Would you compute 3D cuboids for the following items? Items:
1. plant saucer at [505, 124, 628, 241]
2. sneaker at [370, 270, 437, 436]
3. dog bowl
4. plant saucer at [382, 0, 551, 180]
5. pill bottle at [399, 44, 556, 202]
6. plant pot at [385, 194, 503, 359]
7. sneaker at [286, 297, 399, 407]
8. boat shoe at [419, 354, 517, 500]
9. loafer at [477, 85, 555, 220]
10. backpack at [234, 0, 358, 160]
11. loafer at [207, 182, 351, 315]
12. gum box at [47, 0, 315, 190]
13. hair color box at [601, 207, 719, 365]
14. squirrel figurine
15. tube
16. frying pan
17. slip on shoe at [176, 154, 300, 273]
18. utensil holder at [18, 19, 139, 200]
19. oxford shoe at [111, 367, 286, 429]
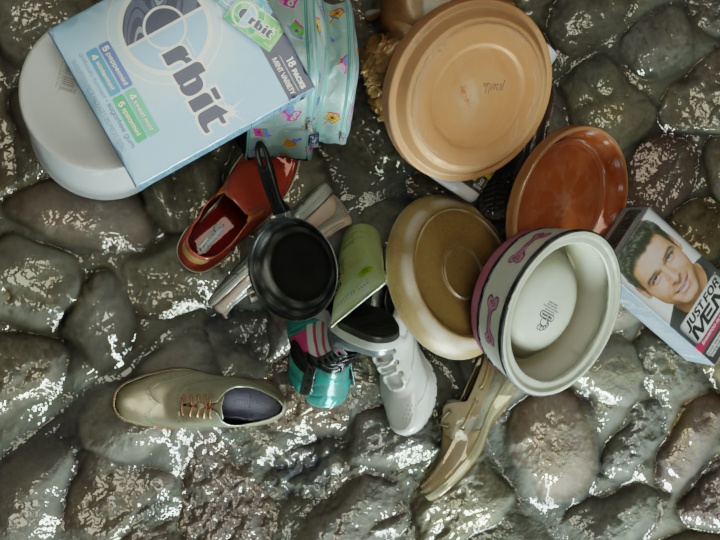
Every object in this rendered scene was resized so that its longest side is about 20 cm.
[{"bbox_3d":[0.249,-0.079,1.311,0.199,0.032,0.202,-16,117,-34],"label":"plant saucer"},{"bbox_3d":[0.038,0.094,1.262,0.074,0.087,0.201,-10,82,30],"label":"sneaker"},{"bbox_3d":[0.212,0.040,1.256,0.199,0.074,0.201,-16,117,-35],"label":"dog bowl"},{"bbox_3d":[0.120,-0.191,1.161,0.199,0.032,0.201,-11,120,-21],"label":"plant saucer"},{"bbox_3d":[0.142,-0.191,1.271,0.111,0.111,0.201,32,97,-9],"label":"pill bottle"},{"bbox_3d":[0.116,0.004,1.278,0.199,0.027,0.201,10,73,-36],"label":"plant pot"},{"bbox_3d":[-0.025,0.099,1.212,0.083,0.200,0.122,-6,104,-29],"label":"sneaker"},{"bbox_3d":[0.122,0.182,1.296,0.065,0.072,0.200,36,75,-3],"label":"boat shoe"},{"bbox_3d":[0.197,-0.150,1.333,0.071,0.073,0.201,26,78,-46],"label":"loafer"},{"bbox_3d":[-0.078,-0.229,1.177,0.152,0.200,0.177,-2,68,2],"label":"backpack"},{"bbox_3d":[-0.090,-0.015,1.258,0.063,0.072,0.200,46,77,-12],"label":"loafer"},{"bbox_3d":[-0.171,-0.201,1.045,0.199,0.045,0.171,-29,94,-6],"label":"gum box"},{"bbox_3d":[0.386,0.020,1.350,0.200,0.061,0.099,38,80,-16],"label":"hair color box"},{"bbox_3d":[0.054,-0.271,1.239,0.141,0.187,0.201,33,86,-18],"label":"squirrel figurine"},{"bbox_3d":[0.000,0.000,1.208,0.052,0.200,0.058,7,111,-1],"label":"tube"},{"bbox_3d":[-0.092,-0.034,1.188,0.115,0.031,0.191,-37,81,28],"label":"frying pan"},{"bbox_3d":[-0.137,-0.081,1.252,0.074,0.061,0.200,41,78,-5],"label":"slip on shoe"},{"bbox_3d":[-0.275,-0.170,1.155,0.169,0.200,0.171,0,88,-13],"label":"utensil holder"},{"bbox_3d":[-0.181,0.146,1.226,0.199,0.074,0.071,-1,88,-12],"label":"oxford shoe"}]
